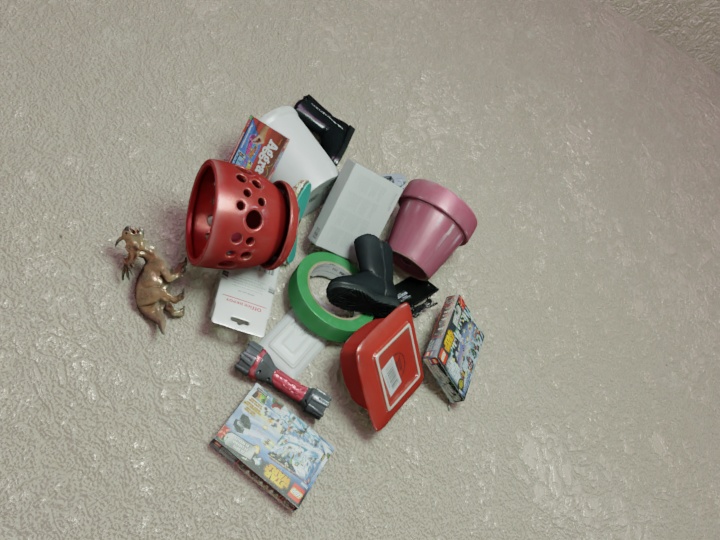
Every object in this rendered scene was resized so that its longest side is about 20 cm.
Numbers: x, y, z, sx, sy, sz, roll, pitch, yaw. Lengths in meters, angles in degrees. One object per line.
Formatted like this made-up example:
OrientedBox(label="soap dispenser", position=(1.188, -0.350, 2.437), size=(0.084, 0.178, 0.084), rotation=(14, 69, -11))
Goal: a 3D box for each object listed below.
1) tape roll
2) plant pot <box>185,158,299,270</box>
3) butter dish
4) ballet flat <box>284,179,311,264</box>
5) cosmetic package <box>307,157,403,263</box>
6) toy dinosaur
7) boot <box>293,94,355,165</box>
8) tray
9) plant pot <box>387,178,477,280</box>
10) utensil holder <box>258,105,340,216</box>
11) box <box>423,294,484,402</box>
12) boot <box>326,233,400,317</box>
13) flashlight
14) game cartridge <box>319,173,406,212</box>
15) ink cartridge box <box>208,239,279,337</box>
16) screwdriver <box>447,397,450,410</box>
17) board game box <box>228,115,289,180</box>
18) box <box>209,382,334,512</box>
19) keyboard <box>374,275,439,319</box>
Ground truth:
OrientedBox(label="tape roll", position=(-0.061, 0.055, 1.358), size=(0.197, 0.048, 0.203), rotation=(23, 43, -22))
OrientedBox(label="plant pot", position=(-0.229, -0.097, 1.211), size=(0.179, 0.200, 0.204), rotation=(9, 56, -33))
OrientedBox(label="butter dish", position=(0.024, 0.188, 1.292), size=(0.199, 0.145, 0.204), rotation=(-38, 123, -44))
OrientedBox(label="ballet flat", position=(-0.160, -0.108, 1.346), size=(0.063, 0.204, 0.076), rotation=(23, 24, 15))
OrientedBox(label="cosmetic package", position=(-0.010, -0.129, 1.415), size=(0.149, 0.203, 0.052), rotation=(23, 9, -35))
OrientedBox(label="toy dinosaur", position=(-0.404, 0.026, 1.199), size=(0.132, 0.086, 0.205), rotation=(2, 76, -15))
OrientedBox(label="boot", position=(-0.110, -0.349, 1.585), size=(0.166, 0.077, 0.202), rotation=(32, 44, -12))
OrientedBox(label="tray", position=(-0.123, 0.133, 1.318), size=(0.107, 0.022, 0.200), rotation=(41, 51, 2))
OrientedBox(label="plant pot", position=(0.154, -0.085, 1.493), size=(0.198, 0.200, 0.181), rotation=(34, 77, -5))
OrientedBox(label="utensil holder", position=(-0.160, -0.243, 1.439), size=(0.169, 0.170, 0.201), rotation=(-32, 82, -38))
OrientedBox(label="box", position=(0.215, 0.173, 1.411), size=(0.138, 0.039, 0.201), rotation=(55, 41, -25))
OrientedBox(label="boot", position=(0.000, 0.000, 1.342), size=(0.197, 0.076, 0.171), rotation=(17, 51, -37))
OrientedBox(label="flashlight", position=(-0.148, 0.216, 1.218), size=(0.198, 0.069, 0.068), rotation=(33, 17, -1))
OrientedBox(label="game cartridge", position=(0.003, -0.175, 1.503), size=(0.196, 0.134, 0.041), rotation=(-11, 62, -30))
OrientedBox(label="ink cartridge box", position=(-0.239, 0.048, 1.278), size=(0.114, 0.067, 0.203), rotation=(19, 53, -17))
OrientedBox(label="screwdriver", position=(0.204, 0.222, 1.437), size=(0.028, 0.028, 0.204), rotation=(-5, 62, 2))
OrientedBox(label="board game box", position=(-0.242, -0.223, 1.368), size=(0.102, 0.203, 0.019), rotation=(31, 12, 8))
OrientedBox(label="box", position=(-0.162, 0.328, 1.164), size=(0.199, 0.040, 0.137), rotation=(40, 49, -1))
OrientedBox(label="keyboard", position=(0.104, 0.080, 1.475), size=(0.198, 0.040, 0.104), rotation=(-26, 52, -36))
